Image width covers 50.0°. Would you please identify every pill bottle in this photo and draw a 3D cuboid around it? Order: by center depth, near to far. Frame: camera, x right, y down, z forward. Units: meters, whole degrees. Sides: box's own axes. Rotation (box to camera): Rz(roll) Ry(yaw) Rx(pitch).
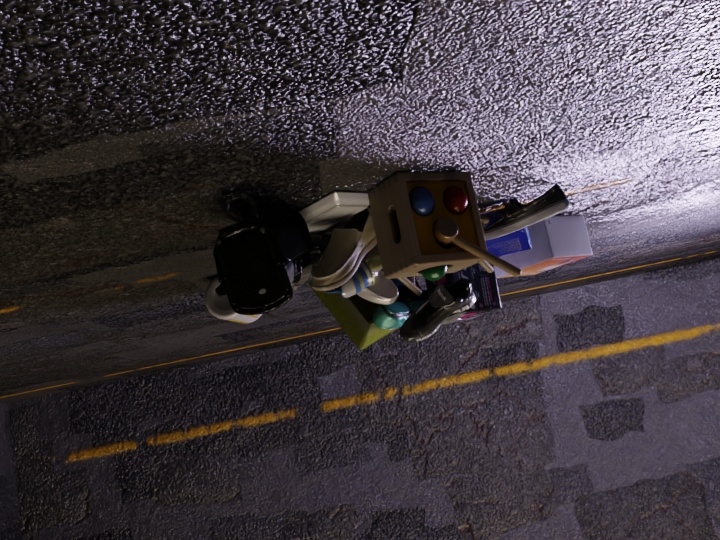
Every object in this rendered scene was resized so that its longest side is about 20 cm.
[{"bbox_3d":[-0.291,0.072,1.856,0.104,0.105,0.200,-13,170,9],"label":"pill bottle"}]

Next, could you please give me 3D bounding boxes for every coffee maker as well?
[{"bbox_3d":[-0.152,-0.042,1.276,0.134,0.194,0.200,8,-167,6],"label":"coffee maker"}]

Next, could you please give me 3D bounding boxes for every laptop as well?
[{"bbox_3d":[0.101,0.008,1.772,0.176,0.104,0.199,-3,-174,-41],"label":"laptop"}]

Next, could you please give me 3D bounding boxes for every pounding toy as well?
[{"bbox_3d":[0.141,-0.064,1.311,0.183,0.201,0.142,-5,168,-31],"label":"pounding toy"}]

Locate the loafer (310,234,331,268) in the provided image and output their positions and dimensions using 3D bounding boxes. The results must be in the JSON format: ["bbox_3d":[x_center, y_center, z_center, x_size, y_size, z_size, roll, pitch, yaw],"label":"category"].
[{"bbox_3d":[-0.122,-0.034,1.495,0.199,0.072,0.063,-3,174,36],"label":"loafer"}]

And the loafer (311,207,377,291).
[{"bbox_3d":[-0.030,-0.043,1.407,0.075,0.069,0.200,4,-136,43],"label":"loafer"}]

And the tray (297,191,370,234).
[{"bbox_3d":[-0.064,-0.099,1.400,0.107,0.022,0.199,-4,167,-41],"label":"tray"}]

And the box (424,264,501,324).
[{"bbox_3d":[0.248,0.052,1.886,0.114,0.133,0.200,-7,170,-14],"label":"box"}]

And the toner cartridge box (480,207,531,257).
[{"bbox_3d":[0.264,-0.071,1.689,0.199,0.095,0.043,-14,-156,20],"label":"toner cartridge box"}]

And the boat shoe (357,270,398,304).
[{"bbox_3d":[0.000,0.000,1.630,0.199,0.071,0.069,33,151,-5],"label":"boat shoe"}]

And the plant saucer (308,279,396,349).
[{"bbox_3d":[0.012,0.058,1.783,0.199,0.200,0.048,-26,162,-45],"label":"plant saucer"}]

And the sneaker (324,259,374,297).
[{"bbox_3d":[-0.064,-0.007,1.535,0.082,0.074,0.199,-39,-136,-26],"label":"sneaker"}]

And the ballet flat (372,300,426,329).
[{"bbox_3d":[0.096,0.100,1.748,0.199,0.068,0.070,0,137,-48],"label":"ballet flat"}]

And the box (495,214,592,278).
[{"bbox_3d":[0.447,-0.059,1.935,0.151,0.107,0.200,-4,168,-35],"label":"box"}]

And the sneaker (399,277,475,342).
[{"bbox_3d":[0.164,0.077,1.658,0.199,0.067,0.091,-32,148,-17],"label":"sneaker"}]

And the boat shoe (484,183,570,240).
[{"bbox_3d":[0.328,-0.120,1.588,0.199,0.067,0.070,-23,177,32],"label":"boat shoe"}]

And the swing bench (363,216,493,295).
[{"bbox_3d":[0.132,-0.052,1.566,0.198,0.131,0.199,-18,155,37],"label":"swing bench"}]
